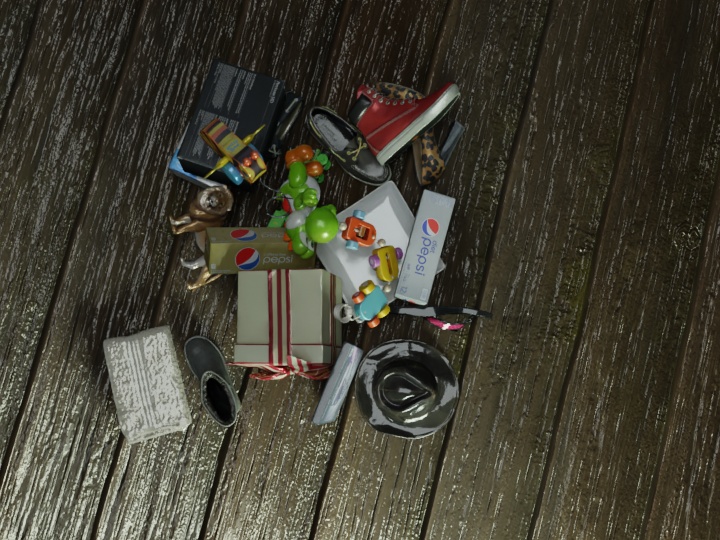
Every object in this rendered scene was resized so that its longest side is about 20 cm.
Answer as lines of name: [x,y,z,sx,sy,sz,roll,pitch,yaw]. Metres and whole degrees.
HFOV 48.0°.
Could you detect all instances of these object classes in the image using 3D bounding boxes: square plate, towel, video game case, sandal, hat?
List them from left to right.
towel: [-0.398,0.212,1.513,0.131,0.034,0.203,-13,83,-2]
video game case: [-0.038,0.200,1.427,0.019,0.200,0.144,22,84,10]
square plate: [0.028,-0.036,1.539,0.199,0.028,0.200,-32,84,-3]
hat: [0.086,0.217,1.485,0.197,0.081,0.204,0,83,0]
sandal: [0.146,0.090,1.505,0.197,0.075,0.046,1,82,8]

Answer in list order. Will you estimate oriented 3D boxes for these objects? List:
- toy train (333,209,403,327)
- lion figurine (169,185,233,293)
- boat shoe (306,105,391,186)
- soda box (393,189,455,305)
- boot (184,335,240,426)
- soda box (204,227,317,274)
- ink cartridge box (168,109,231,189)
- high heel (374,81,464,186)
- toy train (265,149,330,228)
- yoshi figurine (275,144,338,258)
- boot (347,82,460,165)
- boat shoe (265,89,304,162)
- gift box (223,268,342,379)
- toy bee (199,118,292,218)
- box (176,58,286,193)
toy train: [0.000,0.000,1.472,0.149,0.055,0.203,14,83,-34]
lion figurine: [-0.283,-0.057,1.509,0.121,0.073,0.202,-14,120,-13]
boat shoe: [-0.024,-0.237,1.544,0.201,0.061,0.072,40,86,4]
soda box: [0.118,-0.041,1.490,0.063,0.068,0.203,16,84,1]
boot: [-0.267,0.192,1.430,0.072,0.200,0.183,-34,85,-4]
soda box: [-0.182,-0.037,1.474,0.197,0.068,0.065,-2,119,-19]
ink cartridge box: [-0.270,-0.258,1.544,0.115,0.067,0.202,23,84,2]
high heel: [0.088,-0.261,1.538,0.198,0.071,0.144,31,79,-5]
toy train: [-0.121,-0.144,1.547,0.056,0.042,0.202,25,85,14]
yoshi figurine: [-0.083,-0.121,1.446,0.111,0.112,0.203,8,62,-23]
boot: [0.073,-0.311,1.484,0.199,0.072,0.145,-37,85,21]
boat shoe: [-0.171,-0.254,1.540,0.060,0.076,0.202,23,85,9]
gift box: [-0.133,0.099,1.434,0.182,0.200,0.190,-2,84,16]
toy bee: [-0.192,-0.193,1.360,0.198,0.109,0.132,25,75,3]
box: [-0.229,-0.261,1.467,0.139,0.079,0.203,17,76,4]
